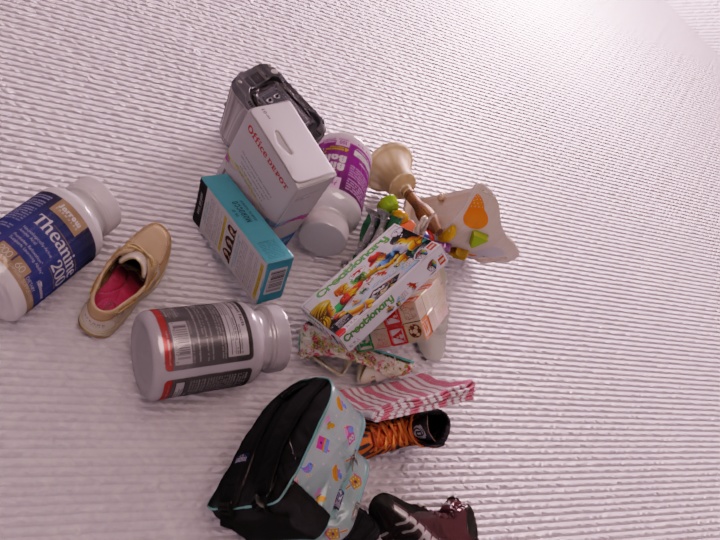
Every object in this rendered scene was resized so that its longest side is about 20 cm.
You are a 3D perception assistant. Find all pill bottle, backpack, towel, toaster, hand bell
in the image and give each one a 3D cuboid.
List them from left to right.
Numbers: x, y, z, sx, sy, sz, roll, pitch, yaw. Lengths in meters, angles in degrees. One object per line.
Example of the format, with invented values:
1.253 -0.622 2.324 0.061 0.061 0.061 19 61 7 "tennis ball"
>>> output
-0.409 -0.037 0.942 0.111 0.111 0.201 41 48 -2 "pill bottle"
-0.200 0.104 0.982 0.197 0.116 0.118 -4 63 -34 "pill bottle"
-0.148 -0.234 1.220 0.200 0.129 0.114 45 49 2 "toaster"
-0.076 0.246 0.933 0.153 0.174 0.202 40 47 -25 "backpack"
-0.047 -0.128 1.228 0.111 0.112 0.203 24 51 -17 "pill bottle"
0.056 0.183 1.077 0.197 0.145 0.031 -5 92 -34 "towel"
0.089 -0.127 1.274 0.102 0.105 0.201 0 40 -31 "hand bell"

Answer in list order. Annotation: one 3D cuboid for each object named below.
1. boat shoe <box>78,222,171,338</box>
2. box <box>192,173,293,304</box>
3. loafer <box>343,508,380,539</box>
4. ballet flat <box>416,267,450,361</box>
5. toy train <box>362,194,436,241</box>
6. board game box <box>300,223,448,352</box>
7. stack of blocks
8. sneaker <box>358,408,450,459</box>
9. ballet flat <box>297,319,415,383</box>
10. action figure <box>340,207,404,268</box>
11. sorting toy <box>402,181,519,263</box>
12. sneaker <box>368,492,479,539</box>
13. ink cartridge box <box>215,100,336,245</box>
-0.315 0.002 1.005 0.073 0.069 0.202 30 50 -11 "boat shoe"
-0.178 -0.050 1.078 0.049 0.083 0.201 -14 52 -38 "box"
-0.053 0.378 0.936 0.070 0.068 0.200 44 43 11 "loafer"
0.124 0.054 1.251 0.068 0.069 0.204 15 55 -23 "ballet flat"
0.067 -0.080 1.212 0.083 0.201 0.117 -13 62 -29 "toy train"
0.018 0.020 1.054 0.199 0.126 0.035 -41 123 -14 "board game box"
0.075 0.054 1.125 0.200 0.113 0.060 -37 110 -62 "stack of blocks"
0.049 0.230 1.050 0.197 0.111 0.079 -12 89 -36 "sneaker"
-0.011 0.138 1.123 0.197 0.076 0.065 22 82 -13 "ballet flat"
0.000 0.000 1.168 0.054 0.118 0.204 21 85 -25 "action figure"
0.190 -0.062 1.310 0.178 0.198 0.109 28 72 -30 "sorting toy"
0.099 0.359 1.045 0.200 0.075 0.116 45 42 -13 "sneaker"
-0.140 -0.137 1.115 0.084 0.200 0.146 -24 75 -39 "ink cartridge box"
